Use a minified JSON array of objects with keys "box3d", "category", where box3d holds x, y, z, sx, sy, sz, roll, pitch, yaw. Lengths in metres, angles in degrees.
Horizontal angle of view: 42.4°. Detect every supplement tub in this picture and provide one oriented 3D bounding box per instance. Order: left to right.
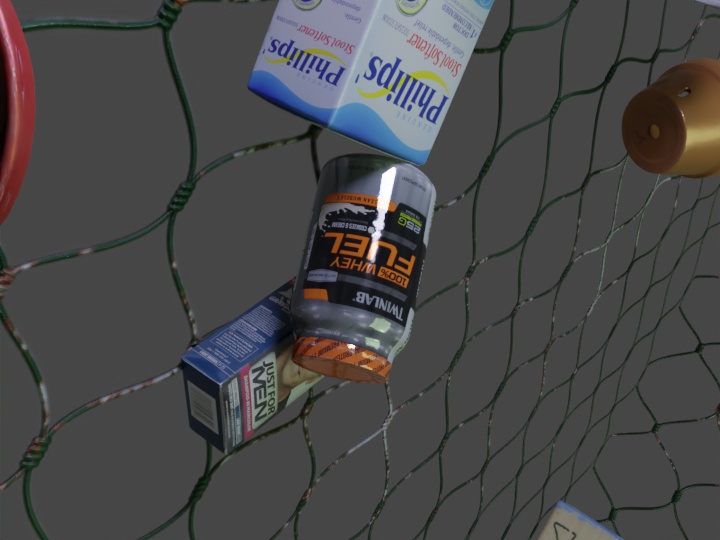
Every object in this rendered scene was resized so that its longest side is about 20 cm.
[{"box3d":[0.000,0.000,0.902,0.122,0.121,0.203,41,57,-60],"category":"supplement tub"}]

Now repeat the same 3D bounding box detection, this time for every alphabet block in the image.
[{"box3d":[0.557,0.734,2.381,0.202,0.194,0.196,-59,148,-3],"category":"alphabet block"}]

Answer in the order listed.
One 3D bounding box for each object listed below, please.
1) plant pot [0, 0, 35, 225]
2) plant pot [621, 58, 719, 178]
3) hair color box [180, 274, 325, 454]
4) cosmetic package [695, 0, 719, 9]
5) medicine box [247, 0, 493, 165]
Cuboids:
[{"box3d":[-0.268,-0.078,0.416,0.182,0.198,0.203,-15,127,-62],"category":"plant pot"},{"box3d":[0.537,-0.244,1.560,0.138,0.200,0.203,-17,130,-30],"category":"plant pot"},{"box3d":[-0.089,0.087,0.960,0.199,0.060,0.101,-37,142,-38],"category":"hair color box"},{"box3d":[0.443,-0.421,1.223,0.199,0.198,0.125,-11,124,-54],"category":"cosmetic package"},{"box3d":[0.019,-0.218,0.836,0.181,0.102,0.203,8,106,-59],"category":"medicine box"}]
